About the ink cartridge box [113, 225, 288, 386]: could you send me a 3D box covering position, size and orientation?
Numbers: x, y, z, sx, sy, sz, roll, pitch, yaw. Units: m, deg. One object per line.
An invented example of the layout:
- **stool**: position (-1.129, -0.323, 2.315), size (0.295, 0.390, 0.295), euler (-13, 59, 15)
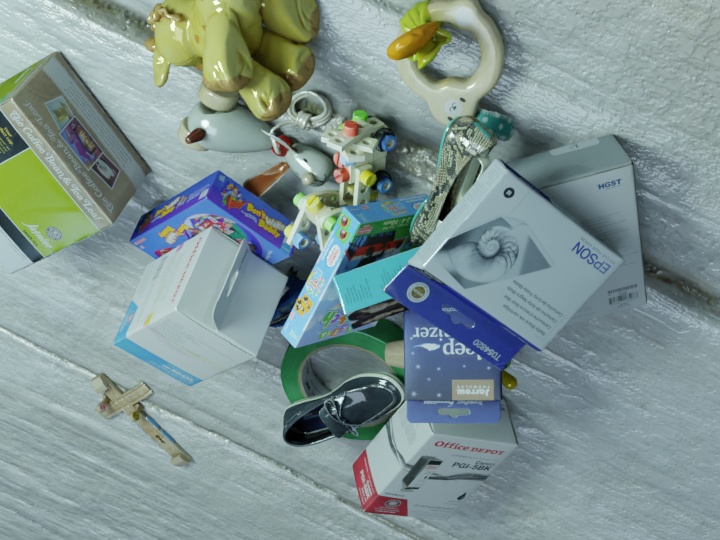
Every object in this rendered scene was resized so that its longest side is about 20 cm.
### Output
- **ink cartridge box**: position (-0.196, 0.046, 1.566), size (0.125, 0.129, 0.200), euler (34, 147, -24)

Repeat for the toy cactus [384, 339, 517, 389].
- **toy cactus**: position (0.115, 0.101, 1.612), size (0.165, 0.102, 0.200), euler (0, 133, 19)

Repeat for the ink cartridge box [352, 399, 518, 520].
- **ink cartridge box**: position (0.101, 0.255, 1.715), size (0.147, 0.083, 0.200), euler (11, 134, -27)

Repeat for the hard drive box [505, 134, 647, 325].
- **hard drive box**: position (0.245, -0.039, 1.458), size (0.156, 0.077, 0.200), euler (-14, 123, -2)

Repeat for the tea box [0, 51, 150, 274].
- **tea box**: position (-0.418, -0.135, 1.585), size (0.196, 0.134, 0.200), euler (-20, 118, 29)

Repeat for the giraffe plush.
- **giraffe plush**: position (-0.168, -0.268, 1.414), size (0.162, 0.173, 0.200), euler (-3, 138, 45)

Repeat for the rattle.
- **rattle**: position (0.106, -0.195, 1.384), size (0.130, 0.143, 0.200), euler (-13, 116, 3)

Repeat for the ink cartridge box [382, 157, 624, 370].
- **ink cartridge box**: position (0.161, 0.006, 1.392), size (0.199, 0.041, 0.200), euler (33, 106, -26)

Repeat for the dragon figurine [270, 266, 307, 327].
- **dragon figurine**: position (-0.085, 0.050, 1.619), size (0.099, 0.200, 0.059), euler (17, 140, 56)

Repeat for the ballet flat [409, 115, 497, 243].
- **ballet flat**: position (0.111, -0.086, 1.434), size (0.075, 0.068, 0.200), euler (43, 138, 24)

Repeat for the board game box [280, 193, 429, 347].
- **board game box**: position (0.000, 0.000, 1.529), size (0.037, 0.151, 0.200), euler (47, 126, 26)

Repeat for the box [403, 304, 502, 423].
- **box**: position (0.113, 0.092, 1.516), size (0.121, 0.032, 0.200), euler (-1, 97, 6)

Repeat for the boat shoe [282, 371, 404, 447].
- **boat shoe**: position (-0.026, 0.194, 1.696), size (0.200, 0.062, 0.075), euler (-22, 115, 27)

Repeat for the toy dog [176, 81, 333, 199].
- **toy dog**: position (-0.136, -0.154, 1.509), size (0.200, 0.096, 0.132), euler (11, 128, 9)

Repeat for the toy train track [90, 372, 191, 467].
- **toy train track**: position (-0.339, 0.238, 1.902), size (0.115, 0.033, 0.200), euler (-30, 114, 32)

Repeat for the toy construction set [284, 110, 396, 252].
- **toy construction set**: position (-0.019, -0.115, 1.477), size (0.092, 0.131, 0.200), euler (51, 146, 26)

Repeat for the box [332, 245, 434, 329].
- **box**: position (0.072, 0.007, 1.450), size (0.200, 0.049, 0.082), euler (-19, 163, 0)

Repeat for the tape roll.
- **tape roll**: position (-0.010, 0.147, 1.725), size (0.200, 0.048, 0.201), euler (8, 128, 11)

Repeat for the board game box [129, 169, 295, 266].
- **board game box**: position (-0.188, -0.045, 1.587), size (0.134, 0.045, 0.200), euler (36, 146, -25)
